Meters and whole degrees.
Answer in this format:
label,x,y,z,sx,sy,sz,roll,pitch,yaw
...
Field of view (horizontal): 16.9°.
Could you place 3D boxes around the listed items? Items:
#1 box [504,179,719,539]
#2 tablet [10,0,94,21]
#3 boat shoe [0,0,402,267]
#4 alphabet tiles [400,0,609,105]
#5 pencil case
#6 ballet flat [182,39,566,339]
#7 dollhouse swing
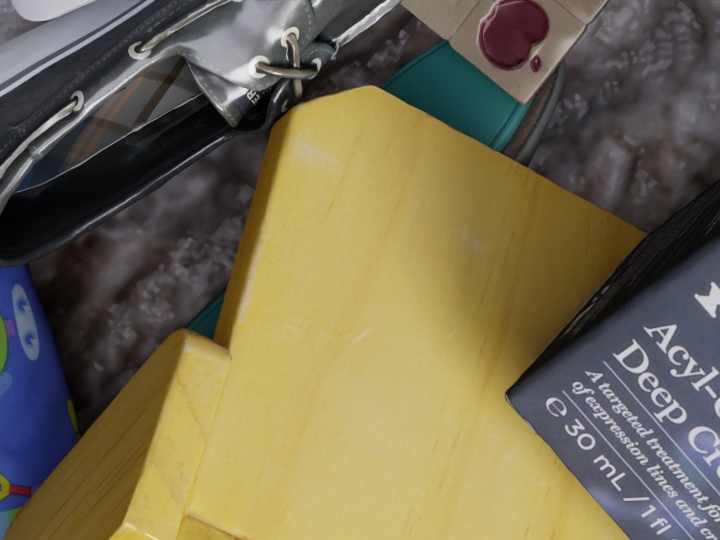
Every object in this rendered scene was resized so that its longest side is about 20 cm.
label,x,y,z,sx,sy,sz,roll,pitch,yaw
box,0.169,0.021,0.685,0.149,0.107,0.200,48,130,-1
tablet,-0.079,-0.190,0.740,0.130,0.014,0.201,-21,82,11
boat shoe,-0.044,-0.067,0.758,0.199,0.057,0.069,-31,145,6
alphabet tiles,0.053,-0.183,0.781,0.167,0.008,0.200,41,100,7
pencil case,-0.133,0.067,0.813,0.078,0.087,0.201,-11,98,42
ballet flat,0.000,0.000,0.821,0.200,0.067,0.064,-47,142,-7
dollhouse swing,0.000,0.078,0.775,0.199,0.176,0.182,26,132,-20
